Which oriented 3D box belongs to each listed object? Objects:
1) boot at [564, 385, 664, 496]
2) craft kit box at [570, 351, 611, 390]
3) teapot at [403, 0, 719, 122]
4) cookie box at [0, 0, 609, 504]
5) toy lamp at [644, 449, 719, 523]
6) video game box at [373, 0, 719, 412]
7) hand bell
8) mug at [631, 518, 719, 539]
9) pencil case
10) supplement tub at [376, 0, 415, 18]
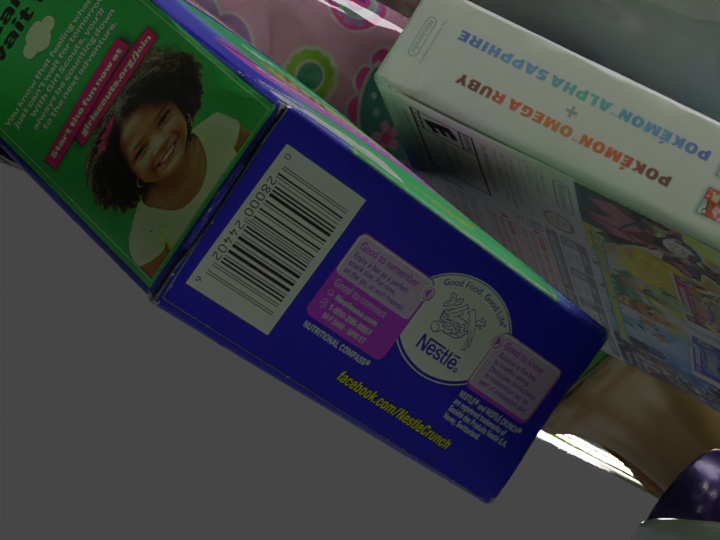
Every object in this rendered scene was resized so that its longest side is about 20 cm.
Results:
[{"bbox_3d":[0.102,0.033,1.473,0.200,0.074,0.155,37,-1,-34],"label":"boot"},{"bbox_3d":[0.032,-0.062,1.306,0.200,0.048,0.198,46,15,-17],"label":"craft kit box"},{"bbox_3d":[0.115,-0.101,1.091,0.196,0.147,0.201,0,45,-20],"label":"teapot"},{"bbox_3d":[-0.039,-0.029,0.978,0.171,0.075,0.200,34,5,-42],"label":"cookie box"},{"bbox_3d":[0.199,0.146,1.124,0.200,0.058,0.058,39,5,23],"label":"toy lamp"},{"bbox_3d":[0.105,-0.008,1.039,0.182,0.047,0.200,30,-12,18],"label":"video game box"},{"bbox_3d":[0.183,0.110,1.329,0.200,0.104,0.104,49,6,7],"label":"hand bell"},{"bbox_3d":[0.186,0.109,1.000,0.199,0.149,0.175,2,-12,35],"label":"mug"},{"bbox_3d":[-0.057,-0.087,1.136,0.199,0.088,0.087,27,5,-6],"label":"pencil case"},{"bbox_3d":[0.063,-0.158,1.271,0.140,0.141,0.200,35,15,-13],"label":"supplement tub"}]
